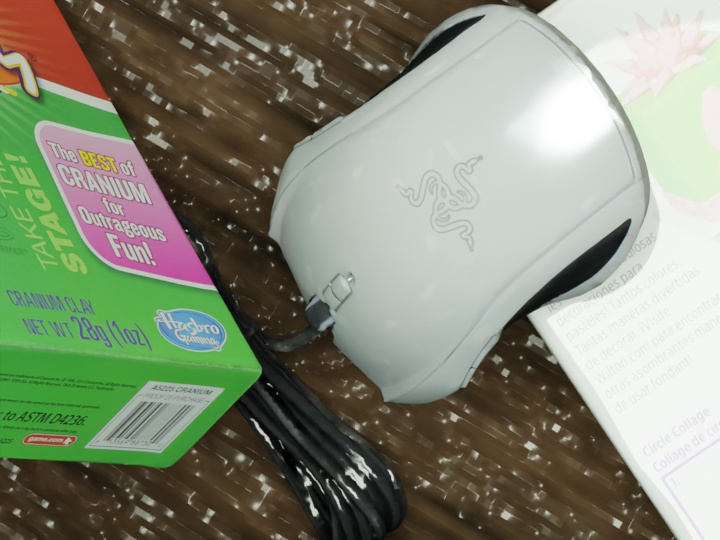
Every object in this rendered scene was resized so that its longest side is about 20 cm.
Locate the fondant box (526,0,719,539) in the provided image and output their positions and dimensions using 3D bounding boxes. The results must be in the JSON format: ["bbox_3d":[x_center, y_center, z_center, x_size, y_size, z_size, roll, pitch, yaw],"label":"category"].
[{"bbox_3d":[0.123,0.004,0.734,0.144,0.058,0.200,-34,85,4],"label":"fondant box"}]

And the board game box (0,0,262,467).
[{"bbox_3d":[-0.127,-0.046,0.716,0.040,0.153,0.200,-44,61,25],"label":"board game box"}]

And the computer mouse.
[{"bbox_3d":[0.000,0.000,0.721,0.044,0.200,0.110,-31,83,-32],"label":"computer mouse"}]
